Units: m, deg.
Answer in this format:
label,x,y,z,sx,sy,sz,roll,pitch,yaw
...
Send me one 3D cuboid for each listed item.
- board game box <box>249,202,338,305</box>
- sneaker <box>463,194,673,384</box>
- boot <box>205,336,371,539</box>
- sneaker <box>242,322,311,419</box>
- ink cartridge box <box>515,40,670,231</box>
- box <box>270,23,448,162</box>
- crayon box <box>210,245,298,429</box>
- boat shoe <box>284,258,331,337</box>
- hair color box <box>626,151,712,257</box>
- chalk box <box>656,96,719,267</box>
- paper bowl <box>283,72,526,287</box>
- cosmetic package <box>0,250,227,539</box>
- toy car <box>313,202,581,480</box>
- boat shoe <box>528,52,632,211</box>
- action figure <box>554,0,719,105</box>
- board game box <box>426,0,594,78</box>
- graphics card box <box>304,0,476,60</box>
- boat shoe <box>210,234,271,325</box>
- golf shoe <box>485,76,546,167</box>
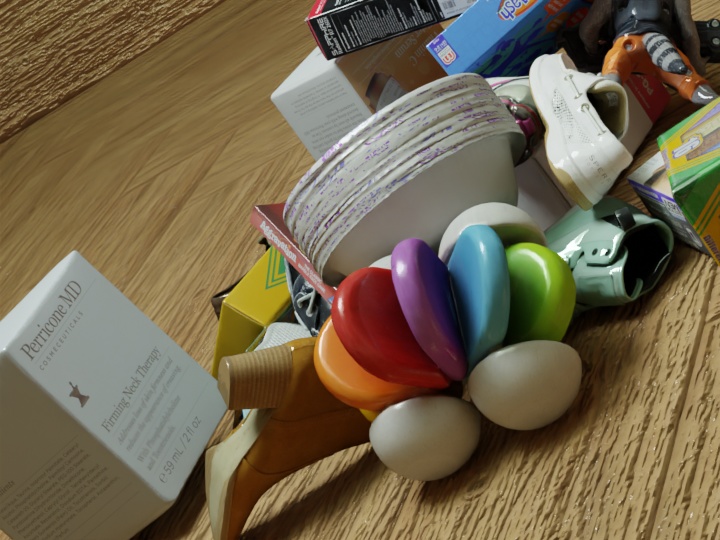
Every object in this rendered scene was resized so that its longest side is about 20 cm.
label,x,y,z,sx,sy,sz,roll,pitch,yaw
board game box,0.000,0.000,1.728,0.102,0.020,0.200,-8,38,-37
sneaker,0.148,0.017,1.559,0.200,0.074,0.118,-41,19,-10
boot,-0.046,0.140,1.617,0.143,0.203,0.071,-3,36,-18
sneaker,-0.064,0.100,1.785,0.200,0.073,0.083,-29,-42,-71
ink cartridge box,0.168,-0.109,1.837,0.144,0.085,0.200,-19,25,46
box,0.037,-0.147,2.004,0.106,0.201,0.152,-21,22,46
crayon box,-0.078,0.037,1.902,0.200,0.051,0.126,-51,-16,-38
boat shoe,-0.026,0.026,1.751,0.072,0.068,0.200,-45,26,13
hair color box,0.311,-0.101,1.560,0.200,0.065,0.109,-40,17,-3
chalk box,0.318,-0.078,1.376,0.199,0.125,0.124,-34,16,16
paper bowl,0.045,-0.056,1.628,0.200,0.105,0.201,-31,-15,-9
cosmetic package,-0.256,0.133,1.818,0.166,0.200,0.168,-39,13,34
toy car,0.055,0.038,1.480,0.199,0.150,0.176,-29,51,24
boat shoe,0.183,-0.122,1.626,0.069,0.071,0.201,-35,30,18
action figure,0.271,-0.200,1.748,0.198,0.105,0.195,-4,48,-2
board game box,0.163,-0.236,1.805,0.200,0.045,0.152,-42,-15,12
graphics card box,0.057,-0.267,1.895,0.198,0.051,0.126,-18,24,22
boat shoe,-0.071,-0.011,2.083,0.202,0.075,0.075,-45,18,-26
golf shoe,0.089,-0.121,1.772,0.199,0.073,0.092,-8,27,39
